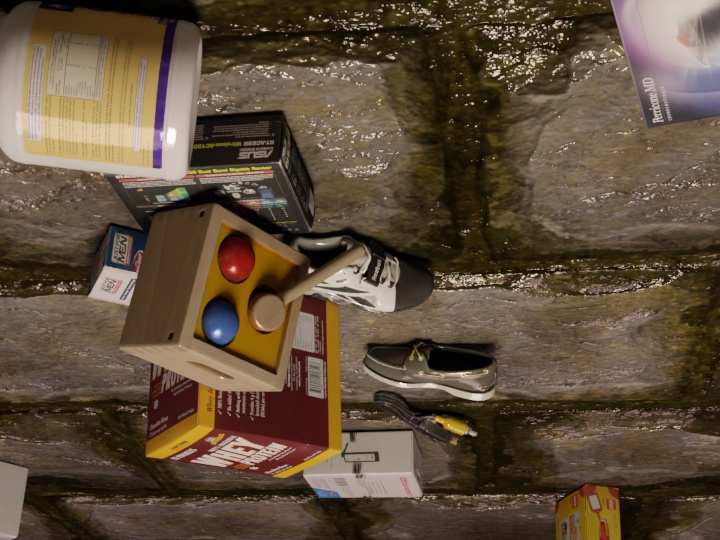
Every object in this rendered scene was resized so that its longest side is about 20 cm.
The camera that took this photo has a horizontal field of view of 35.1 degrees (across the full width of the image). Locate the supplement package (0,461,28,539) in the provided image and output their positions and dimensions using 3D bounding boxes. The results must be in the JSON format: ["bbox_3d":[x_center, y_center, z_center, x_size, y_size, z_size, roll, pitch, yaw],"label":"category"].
[{"bbox_3d":[-0.807,0.464,2.281,0.190,0.148,0.199,25,144,-36],"label":"supplement package"}]

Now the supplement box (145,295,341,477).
[{"bbox_3d":[-0.142,0.132,1.398,0.199,0.199,0.133,16,149,-33],"label":"supplement box"}]

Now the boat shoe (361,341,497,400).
[{"bbox_3d":[0.101,0.136,1.660,0.200,0.072,0.061,10,125,8],"label":"boat shoe"}]

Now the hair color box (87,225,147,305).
[{"bbox_3d":[-0.237,0.010,1.452,0.198,0.061,0.100,13,150,-21],"label":"hair color box"}]

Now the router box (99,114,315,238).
[{"bbox_3d":[-0.161,-0.098,1.237,0.198,0.063,0.150,-3,153,10],"label":"router box"}]

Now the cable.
[{"bbox_3d":[0.097,0.242,1.914,0.199,0.051,0.097,31,160,-23],"label":"cable"}]

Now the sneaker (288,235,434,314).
[{"bbox_3d":[0.000,0.000,1.398,0.198,0.075,0.089,7,154,-9],"label":"sneaker"}]

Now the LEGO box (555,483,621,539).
[{"bbox_3d":[0.453,0.546,2.267,0.076,0.202,0.149,10,153,-12],"label":"LEGO box"}]

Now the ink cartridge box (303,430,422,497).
[{"bbox_3d":[0.008,0.353,2.061,0.198,0.085,0.146,-3,152,9],"label":"ink cartridge box"}]

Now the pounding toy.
[{"bbox_3d":[-0.123,0.027,1.237,0.141,0.186,0.199,-5,155,40],"label":"pounding toy"}]

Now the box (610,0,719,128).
[{"bbox_3d":[0.302,-0.225,0.890,0.197,0.124,0.200,-7,151,21],"label":"box"}]

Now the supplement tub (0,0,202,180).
[{"bbox_3d":[-0.249,-0.163,1.030,0.198,0.147,0.146,6,152,-7],"label":"supplement tub"}]
